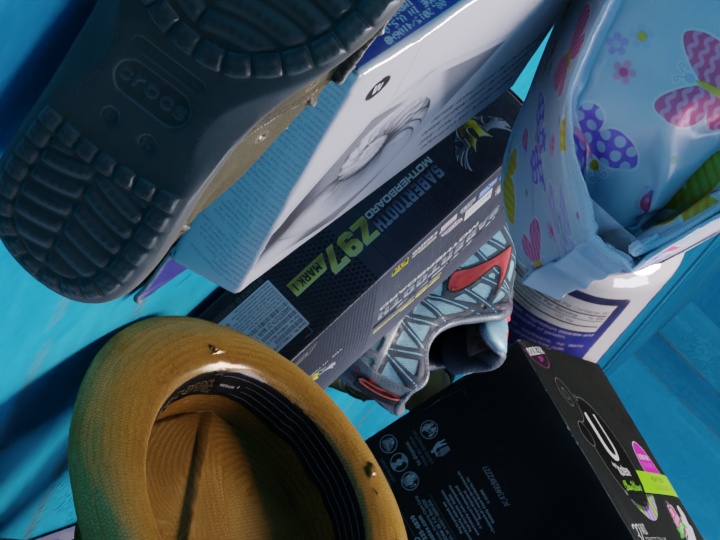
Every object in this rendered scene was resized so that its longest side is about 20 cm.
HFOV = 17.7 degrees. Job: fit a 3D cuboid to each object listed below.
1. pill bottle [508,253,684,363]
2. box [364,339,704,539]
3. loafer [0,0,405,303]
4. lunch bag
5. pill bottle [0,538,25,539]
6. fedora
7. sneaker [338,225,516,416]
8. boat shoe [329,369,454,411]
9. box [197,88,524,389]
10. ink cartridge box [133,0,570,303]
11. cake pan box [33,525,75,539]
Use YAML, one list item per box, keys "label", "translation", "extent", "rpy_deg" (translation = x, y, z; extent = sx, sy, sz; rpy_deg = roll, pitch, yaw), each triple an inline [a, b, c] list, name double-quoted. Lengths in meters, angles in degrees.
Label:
- label: "pill bottle"
  translation: [0.137, -0.018, 1.462]
  extent: [0.120, 0.120, 0.200]
  rpy_deg: [-37, 168, -38]
- label: "box"
  translation: [0.108, 0.141, 1.399]
  extent: [0.124, 0.149, 0.200]
  rpy_deg: [-34, 165, 13]
- label: "loafer"
  translation: [-0.036, -0.076, 0.668]
  extent: [0.200, 0.075, 0.070]
  rpy_deg: [-45, -177, 29]
- label: "lunch bag"
  translation: [0.140, -0.081, 1.007]
  extent: [0.200, 0.127, 0.170]
  rpy_deg: [-62, -178, -8]
- label: "pill bottle"
  translation: [-0.165, 0.178, 1.025]
  extent: [0.120, 0.120, 0.200]
  rpy_deg: [-45, 171, -1]
- label: "fedora"
  translation: [-0.066, 0.117, 1.004]
  extent: [0.082, 0.201, 0.201]
  rpy_deg: [-39, 175, 33]
- label: "sneaker"
  translation: [0.051, 0.018, 1.323]
  extent: [0.200, 0.096, 0.079]
  rpy_deg: [-37, 168, -38]
- label: "boat shoe"
  translation: [0.024, 0.055, 1.422]
  extent: [0.072, 0.076, 0.200]
  rpy_deg: [-47, 170, 13]
- label: "box"
  translation: [0.000, 0.000, 1.167]
  extent: [0.200, 0.051, 0.158]
  rpy_deg: [-42, 171, -14]
- label: "ink cartridge box"
  translation: [0.013, -0.071, 0.946]
  extent: [0.200, 0.041, 0.200]
  rpy_deg: [-38, 169, -38]
- label: "cake pan box"
  translation: [-0.189, 0.216, 1.295]
  extent: [0.184, 0.052, 0.200]
  rpy_deg: [-49, 170, 13]
